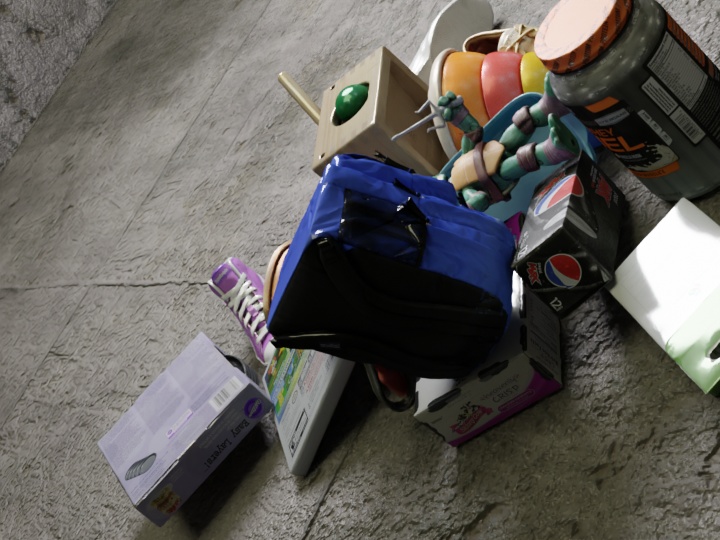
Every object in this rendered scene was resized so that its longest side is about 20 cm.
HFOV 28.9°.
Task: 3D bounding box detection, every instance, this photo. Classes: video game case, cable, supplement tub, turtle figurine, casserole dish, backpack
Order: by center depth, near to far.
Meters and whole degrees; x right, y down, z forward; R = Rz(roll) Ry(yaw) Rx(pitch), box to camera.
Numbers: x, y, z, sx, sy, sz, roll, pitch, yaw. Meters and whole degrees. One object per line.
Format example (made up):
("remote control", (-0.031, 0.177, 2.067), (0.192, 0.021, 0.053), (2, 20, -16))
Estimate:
("backpack", (0.040, -0.006, 1.249), (0.163, 0.199, 0.168), (119, 168, -52))
("supplement tub", (0.256, -0.165, 1.265), (0.122, 0.200, 0.123), (-38, 29, 25))
("cable", (0.002, 0.069, 1.371), (0.050, 0.200, 0.097), (2, 65, 57))
("turtle figurine", (0.117, -0.108, 1.371), (0.200, 0.101, 0.150), (-28, 59, 28))
("casserole dish", (0.161, -0.093, 1.428), (0.200, 0.121, 0.039), (-45, -16, 30))
("video game case", (-0.051, 0.091, 1.526), (0.182, 0.022, 0.200), (-115, 43, -57))

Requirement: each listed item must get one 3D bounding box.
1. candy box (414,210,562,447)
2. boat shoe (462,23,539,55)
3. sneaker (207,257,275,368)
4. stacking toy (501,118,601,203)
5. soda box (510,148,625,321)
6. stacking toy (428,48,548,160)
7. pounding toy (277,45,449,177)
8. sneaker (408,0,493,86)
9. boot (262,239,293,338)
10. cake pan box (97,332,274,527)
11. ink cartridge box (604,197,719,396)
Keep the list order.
("candy box", (0.123, 0.055, 1.350), (0.136, 0.061, 0.200), (-34, 31, 31))
("boat shoe", (0.186, -0.251, 1.630), (0.200, 0.069, 0.074), (5, 60, 59))
("sneaker", (-0.135, 0.049, 1.706), (0.073, 0.114, 0.200), (-47, 28, 4))
("stacking toy", (0.208, -0.136, 1.451), (0.200, 0.085, 0.085), (-45, 26, 24))
("soda box", (0.193, -0.038, 1.283), (0.063, 0.071, 0.200), (-40, 10, 26))
("stacking toy", (0.187, -0.191, 1.532), (0.199, 0.146, 0.146), (-11, 43, 25))
("pounding toy", (0.011, -0.155, 1.637), (0.142, 0.200, 0.184), (-34, 31, 30))
("sneaker", (0.095, -0.270, 1.805), (0.200, 0.075, 0.088), (-57, 15, -9))
("boot", (0.000, 0.000, 1.423), (0.155, 0.077, 0.200), (2, 32, 27))
("cake pan box", (-0.206, 0.177, 1.632), (0.200, 0.052, 0.184), (-48, 31, -6))
("ink cartridge box", (0.285, 0.029, 1.128), (0.104, 0.059, 0.200), (-48, 26, 9))
